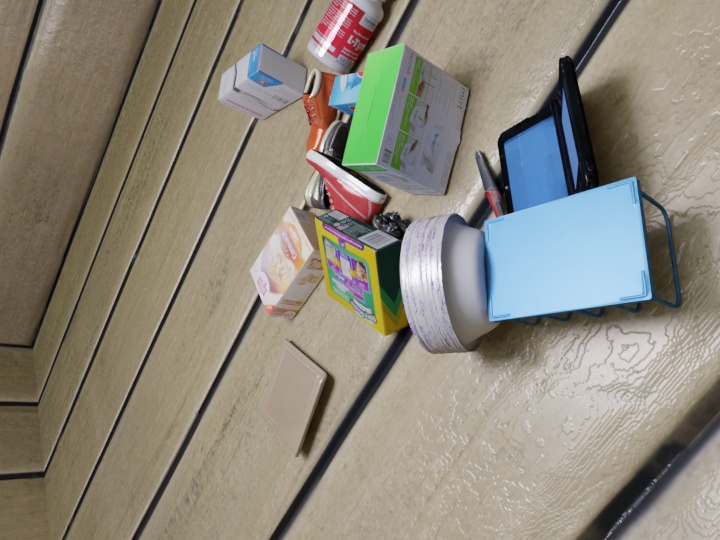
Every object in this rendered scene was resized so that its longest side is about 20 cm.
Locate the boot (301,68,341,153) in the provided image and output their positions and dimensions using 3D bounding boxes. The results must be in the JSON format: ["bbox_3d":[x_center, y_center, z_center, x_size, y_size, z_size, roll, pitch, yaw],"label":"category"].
[{"bbox_3d":[-0.100,-0.353,1.220,0.075,0.107,0.201,26,101,47],"label":"boot"}]

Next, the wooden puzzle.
[{"bbox_3d":[-0.144,0.268,1.154,0.200,0.037,0.186,30,102,53],"label":"wooden puzzle"}]

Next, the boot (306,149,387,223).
[{"bbox_3d":[-0.058,-0.148,1.104,0.200,0.072,0.144,39,114,20],"label":"boot"}]

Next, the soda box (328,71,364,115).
[{"bbox_3d":[0.021,-0.371,1.120,0.200,0.064,0.068,15,91,49],"label":"soda box"}]

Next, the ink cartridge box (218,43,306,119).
[{"bbox_3d":[-0.258,-0.486,1.405,0.200,0.144,0.085,-10,71,46],"label":"ink cartridge box"}]

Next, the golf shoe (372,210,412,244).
[{"bbox_3d":[0.085,-0.019,0.957,0.200,0.078,0.095,55,142,40],"label":"golf shoe"}]

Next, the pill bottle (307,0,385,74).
[{"bbox_3d":[-0.022,-0.547,1.180,0.200,0.112,0.112,-52,46,26],"label":"pill bottle"}]

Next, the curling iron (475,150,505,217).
[{"bbox_3d":[0.207,-0.113,0.861,0.050,0.025,0.201,-46,45,51],"label":"curling iron"}]

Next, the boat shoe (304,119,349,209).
[{"bbox_3d":[-0.058,-0.226,1.173,0.065,0.073,0.201,22,97,34],"label":"boat shoe"}]

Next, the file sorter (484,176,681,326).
[{"bbox_3d":[0.279,-0.009,0.683,0.200,0.122,0.139,-15,69,46],"label":"file sorter"}]

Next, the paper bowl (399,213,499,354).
[{"bbox_3d":[0.142,0.017,0.773,0.104,0.201,0.201,-7,73,29],"label":"paper bowl"}]

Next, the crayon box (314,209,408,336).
[{"bbox_3d":[0.000,0.000,0.982,0.200,0.058,0.173,32,139,49],"label":"crayon box"}]

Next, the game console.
[{"bbox_3d":[0.256,-0.161,0.763,0.116,0.176,0.201,-10,70,17],"label":"game console"}]

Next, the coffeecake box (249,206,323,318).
[{"bbox_3d":[-0.156,-0.016,1.213,0.200,0.073,0.154,-53,47,25],"label":"coffeecake box"}]

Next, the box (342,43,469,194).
[{"bbox_3d":[0.083,-0.251,0.930,0.097,0.176,0.201,11,88,49],"label":"box"}]
